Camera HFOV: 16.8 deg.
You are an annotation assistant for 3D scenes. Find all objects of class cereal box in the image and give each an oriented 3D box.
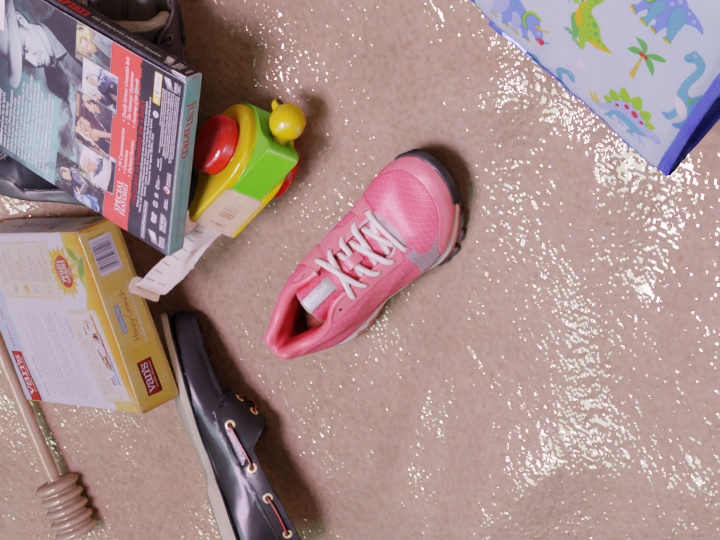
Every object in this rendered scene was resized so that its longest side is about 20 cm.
[{"bbox_3d":[-0.220,0.032,1.844,0.200,0.039,0.145,2,115,57],"label":"cereal box"}]

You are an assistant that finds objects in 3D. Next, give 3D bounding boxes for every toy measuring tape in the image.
[{"bbox_3d":[-0.101,-0.058,1.714,0.074,0.073,0.200,50,126,5],"label":"toy measuring tape"}]

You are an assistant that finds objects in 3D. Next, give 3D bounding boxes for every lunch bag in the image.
[{"bbox_3d":[0.173,-0.178,1.407,0.170,0.127,0.200,43,122,11],"label":"lunch bag"}]

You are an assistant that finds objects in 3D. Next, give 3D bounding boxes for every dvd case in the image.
[{"bbox_3d":[-0.193,-0.115,1.682,0.199,0.022,0.147,30,131,27],"label":"dvd case"}]

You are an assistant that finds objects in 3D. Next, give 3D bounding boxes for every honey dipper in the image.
[{"bbox_3d":[-0.268,0.122,1.968,0.038,0.038,0.201,-17,99,42],"label":"honey dipper"}]

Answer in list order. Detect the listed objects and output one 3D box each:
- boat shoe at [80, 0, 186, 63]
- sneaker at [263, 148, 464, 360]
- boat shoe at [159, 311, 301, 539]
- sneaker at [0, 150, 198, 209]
[{"bbox_3d":[-0.156,-0.165,1.680,0.065,0.071,0.201,-178,78,-76],"label":"boat shoe"},{"bbox_3d":[0.000,0.000,1.660,0.074,0.087,0.200,45,132,8],"label":"sneaker"},{"bbox_3d":[-0.100,0.122,1.822,0.074,0.063,0.203,133,117,-84],"label":"boat shoe"},{"bbox_3d":[-0.209,-0.106,1.778,0.198,0.076,0.115,9,116,31],"label":"sneaker"}]
